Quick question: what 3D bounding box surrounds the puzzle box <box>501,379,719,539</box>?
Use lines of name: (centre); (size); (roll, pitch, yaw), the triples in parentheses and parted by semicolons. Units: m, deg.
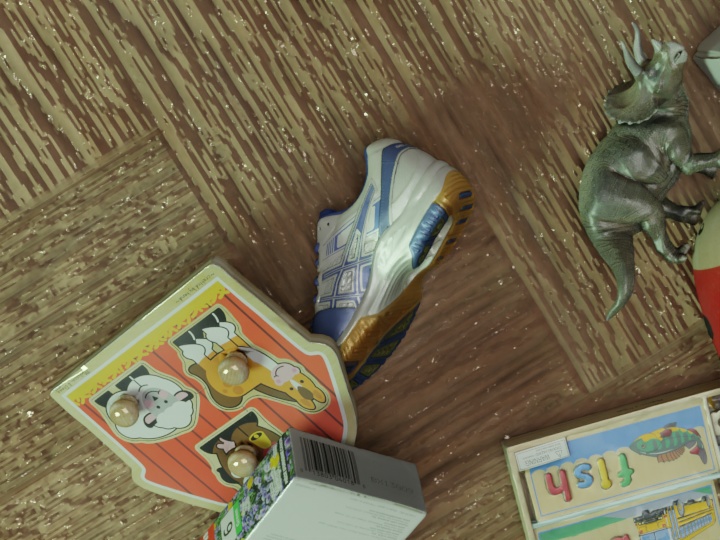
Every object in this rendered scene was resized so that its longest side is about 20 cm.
puzzle box: (0.216, 0.165, 1.240); (0.200, 0.025, 0.133); (-16, 99, -2)

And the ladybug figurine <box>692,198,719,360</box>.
ladybug figurine: (0.294, 0.036, 1.185); (0.072, 0.136, 0.200); (-24, 87, 36)

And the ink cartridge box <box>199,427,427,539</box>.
ink cartridge box: (-0.053, 0.203, 1.188); (0.109, 0.050, 0.200); (19, 126, -27)

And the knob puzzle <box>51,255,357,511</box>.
knob puzzle: (-0.091, 0.108, 1.166); (0.219, 0.030, 0.220); (3, 124, 5)

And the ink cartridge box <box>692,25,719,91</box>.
ink cartridge box: (0.359, -0.126, 1.180); (0.145, 0.084, 0.200); (-42, 98, 3)

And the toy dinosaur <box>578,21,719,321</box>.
toy dinosaur: (0.201, -0.066, 1.194); (0.102, 0.077, 0.200); (23, 101, 5)

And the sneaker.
sneaker: (0.000, 0.000, 1.190); (0.088, 0.075, 0.200); (36, 103, 21)
